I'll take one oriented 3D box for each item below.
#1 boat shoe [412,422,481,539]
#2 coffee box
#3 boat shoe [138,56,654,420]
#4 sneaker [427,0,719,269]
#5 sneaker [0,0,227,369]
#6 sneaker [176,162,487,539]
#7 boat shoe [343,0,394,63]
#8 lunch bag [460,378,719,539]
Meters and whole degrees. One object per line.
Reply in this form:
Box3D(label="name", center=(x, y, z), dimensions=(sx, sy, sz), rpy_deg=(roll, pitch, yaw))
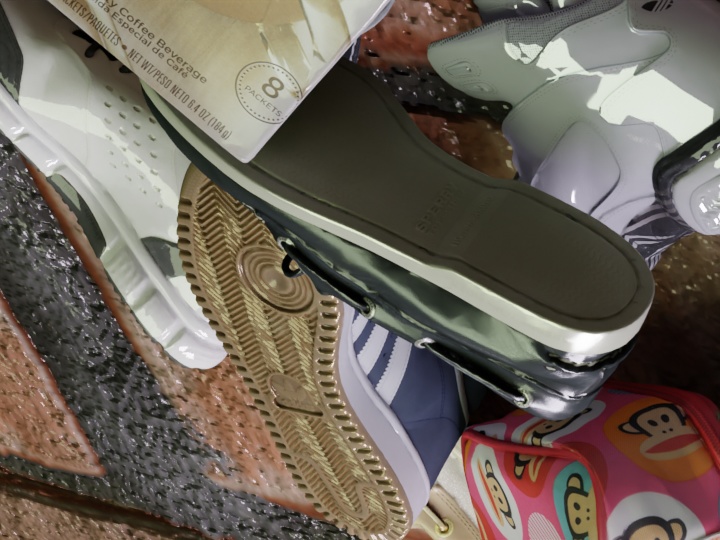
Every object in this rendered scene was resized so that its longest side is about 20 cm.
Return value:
Box3D(label="boat shoe", center=(0.020, 0.086, 1.181), dimensions=(0.200, 0.066, 0.074), rpy_deg=(41, -179, -6))
Box3D(label="coffee box", center=(-0.013, -0.144, 0.853), dimensions=(0.114, 0.080, 0.200), rpy_deg=(39, 129, -5))
Box3D(label="boat shoe", center=(0.005, -0.015, 0.940), dimensions=(0.199, 0.075, 0.066), rpy_deg=(28, 136, 15))
Box3D(label="sneaker", center=(0.072, -0.048, 0.966), dimensions=(0.115, 0.075, 0.200), rpy_deg=(41, 145, -3))
Box3D(label="sneaker", center=(-0.094, -0.060, 1.140), dimensions=(0.080, 0.074, 0.200), rpy_deg=(-36, 97, 18))
Box3D(label="sneaker", center=(0.000, 0.000, 1.067), dimensions=(0.070, 0.109, 0.200), rpy_deg=(13, 140, 33))
Box3D(label="boat shoe", center=(-0.018, -0.109, 0.982), dimensions=(0.068, 0.072, 0.200), rpy_deg=(22, 139, 27))
Box3D(label="lunch bag", center=(0.106, 0.143, 1.063), dimensions=(0.176, 0.082, 0.200), rpy_deg=(4, 114, 71))
